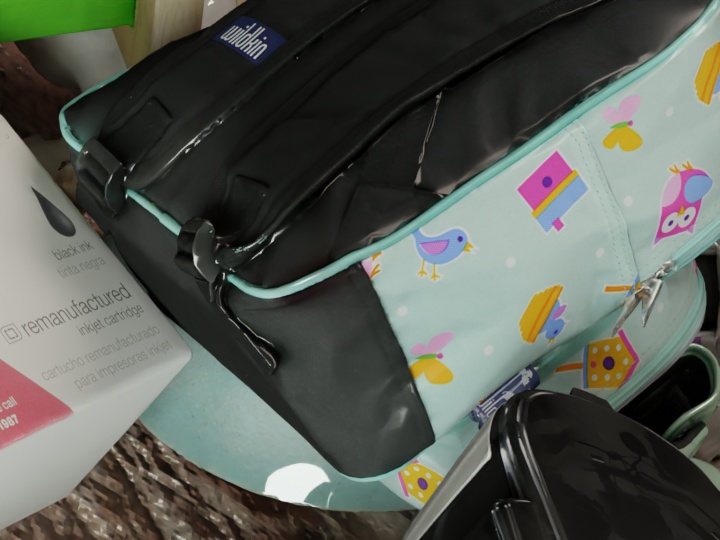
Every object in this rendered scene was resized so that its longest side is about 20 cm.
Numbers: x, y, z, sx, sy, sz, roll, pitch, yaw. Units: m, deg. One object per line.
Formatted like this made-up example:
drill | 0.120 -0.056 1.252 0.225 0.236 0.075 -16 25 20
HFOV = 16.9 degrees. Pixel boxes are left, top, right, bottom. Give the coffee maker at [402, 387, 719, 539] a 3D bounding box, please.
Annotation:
coffee maker | 0.035 0.163 0.678 0.135 0.200 0.192 0 53 -50

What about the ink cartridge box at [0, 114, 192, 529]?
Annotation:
ink cartridge box | -0.170 -0.009 0.751 0.200 0.085 0.146 49 30 10

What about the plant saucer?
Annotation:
plant saucer | 0.000 0.000 0.892 0.201 0.039 0.201 4 46 -4

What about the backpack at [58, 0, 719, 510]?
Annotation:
backpack | 0.034 -0.034 0.766 0.176 0.200 0.153 35 -18 54

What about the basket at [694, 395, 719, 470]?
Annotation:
basket | 0.271 0.099 1.120 0.200 0.136 0.123 15 46 -42

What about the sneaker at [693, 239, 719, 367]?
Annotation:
sneaker | 0.101 0.015 0.966 0.140 0.200 0.078 -4 88 -57

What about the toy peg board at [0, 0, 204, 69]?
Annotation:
toy peg board | -0.122 -0.189 0.837 0.098 0.200 0.199 -8 49 -18

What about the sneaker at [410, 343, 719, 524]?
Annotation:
sneaker | 0.123 0.082 0.968 0.200 0.118 0.074 2 50 -51

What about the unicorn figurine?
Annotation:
unicorn figurine | -0.104 -0.091 0.934 0.137 0.074 0.200 35 43 16
